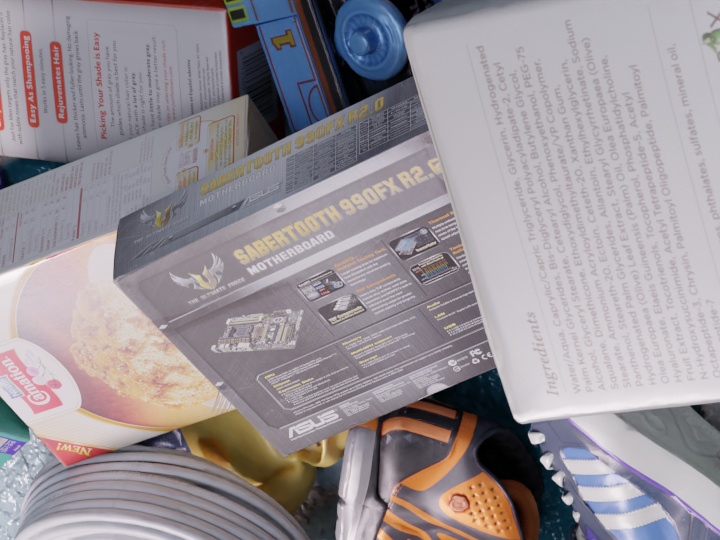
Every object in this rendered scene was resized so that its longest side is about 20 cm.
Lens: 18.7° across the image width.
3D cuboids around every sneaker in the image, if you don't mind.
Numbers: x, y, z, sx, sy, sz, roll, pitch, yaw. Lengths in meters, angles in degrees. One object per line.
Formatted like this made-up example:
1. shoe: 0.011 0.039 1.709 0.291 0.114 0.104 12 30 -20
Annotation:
1. sneaker: 0.042 0.158 1.238 0.111 0.078 0.201 11 132 6
2. sneaker: 0.123 0.127 1.176 0.200 0.081 0.147 39 119 4

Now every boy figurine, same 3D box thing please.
1. boy figurine: -0.073 0.104 1.290 0.199 0.064 0.125 -13 100 36

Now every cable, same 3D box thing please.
1. cable: -0.114 0.190 1.293 0.199 0.069 0.201 12 135 12

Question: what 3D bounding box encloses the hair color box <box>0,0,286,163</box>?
1. hair color box: -0.143 -0.114 1.245 0.199 0.061 0.102 8 113 26

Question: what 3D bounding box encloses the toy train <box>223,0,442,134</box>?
1. toy train: -0.004 -0.125 1.152 0.114 0.087 0.201 -7 108 41

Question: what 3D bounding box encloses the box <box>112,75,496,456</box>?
1. box: 0.000 0.000 1.105 0.199 0.048 0.158 -25 128 22

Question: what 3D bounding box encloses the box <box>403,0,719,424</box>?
1. box: 0.155 -0.060 1.012 0.171 0.199 0.201 -8 105 32

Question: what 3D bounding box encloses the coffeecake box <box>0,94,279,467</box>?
1. coffeecake box: -0.114 0.010 1.200 0.199 0.073 0.154 -19 133 18

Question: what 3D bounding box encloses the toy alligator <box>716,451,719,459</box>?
1. toy alligator: 0.274 0.069 1.089 0.199 0.059 0.055 -2 66 31

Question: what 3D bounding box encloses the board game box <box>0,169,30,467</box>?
1. board game box: -0.263 0.053 1.317 0.152 0.045 0.201 -43 45 34
